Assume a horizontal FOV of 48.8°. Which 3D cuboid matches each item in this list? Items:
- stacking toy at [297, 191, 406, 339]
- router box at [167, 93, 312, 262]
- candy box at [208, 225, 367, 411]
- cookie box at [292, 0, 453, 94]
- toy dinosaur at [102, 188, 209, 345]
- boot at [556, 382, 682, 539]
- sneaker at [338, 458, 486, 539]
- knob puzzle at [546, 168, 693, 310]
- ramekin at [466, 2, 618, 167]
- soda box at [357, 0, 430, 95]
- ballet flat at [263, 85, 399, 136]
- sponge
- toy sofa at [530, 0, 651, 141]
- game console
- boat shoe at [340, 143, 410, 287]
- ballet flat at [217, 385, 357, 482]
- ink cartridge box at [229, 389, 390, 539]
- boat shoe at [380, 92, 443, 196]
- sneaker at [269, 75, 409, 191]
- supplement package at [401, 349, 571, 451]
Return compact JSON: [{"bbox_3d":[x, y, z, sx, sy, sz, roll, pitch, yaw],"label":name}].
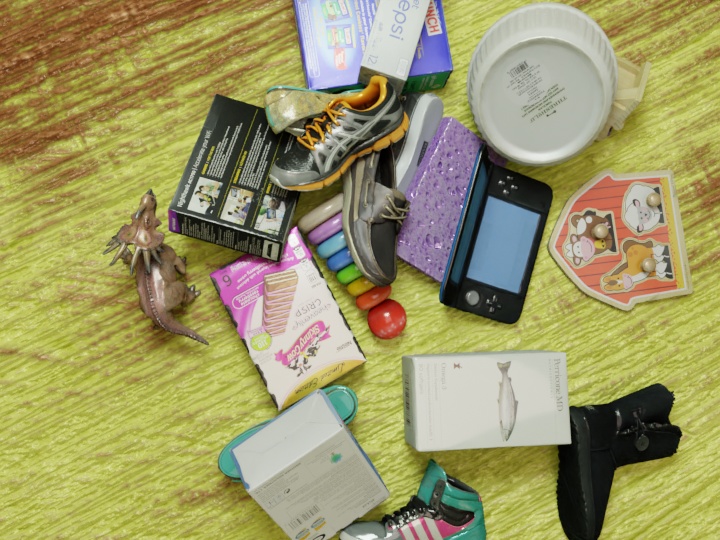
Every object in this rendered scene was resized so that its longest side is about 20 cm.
[{"bbox_3d":[0.000,0.000,1.056,0.085,0.085,0.202,-31,92,-6],"label":"stacking toy"},{"bbox_3d":[-0.147,-0.123,1.026,0.147,0.051,0.202,16,57,-3],"label":"router box"},{"bbox_3d":[-0.095,0.063,1.050,0.135,0.061,0.202,-29,88,-6],"label":"candy box"},{"bbox_3d":[0.013,-0.328,1.083,0.196,0.075,0.174,-9,86,-5],"label":"cookie box"},{"bbox_3d":[-0.260,0.012,1.004,0.085,0.136,0.203,-21,88,-6],"label":"toy dinosaur"},{"bbox_3d":[0.348,0.260,1.057,0.165,0.076,0.204,-8,101,-16],"label":"boot"},{"bbox_3d":[0.074,0.307,1.029,0.196,0.084,0.123,6,90,-12],"label":"sneaker"},{"bbox_3d":[0.360,-0.044,1.109,0.215,0.030,0.224,0,86,-4],"label":"knob puzzle"},{"bbox_3d":[0.231,-0.230,1.018,0.197,0.105,0.203,6,119,11],"label":"ramekin"},{"bbox_3d":[0.054,-0.335,1.015,0.062,0.068,0.203,17,84,-3],"label":"soda box"},{"bbox_3d":[-0.034,-0.203,1.044,0.197,0.070,0.072,-6,85,-31],"label":"ballet flat"},{"bbox_3d":[0.116,-0.094,1.075,0.111,0.030,0.202,30,82,-25],"label":"sponge"},{"bbox_3d":[0.292,-0.276,1.106,0.198,0.098,0.084,27,59,-1],"label":"toy sofa"},{"bbox_3d":[0.179,-0.039,1.027,0.168,0.118,0.203,16,89,-18],"label":"game console"},{"bbox_3d":[0.021,-0.081,1.004,0.073,0.074,0.203,-22,68,33],"label":"boat shoe"},{"bbox_3d":[-0.089,0.216,1.033,0.198,0.070,0.068,-29,77,-3],"label":"ballet flat"},{"bbox_3d":[-0.053,0.260,0.982,0.135,0.077,0.201,-32,130,-4],"label":"ink cartridge box"},{"bbox_3d":[0.055,-0.146,1.083,0.056,0.068,0.203,21,91,33],"label":"boat shoe"},{"bbox_3d":[-0.032,-0.170,0.981,0.199,0.078,0.078,-36,46,-17],"label":"sneaker"},{"bbox_3d":[0.158,0.165,1.032,0.196,0.117,0.119,-2,85,-5],"label":"supplement package"}]
